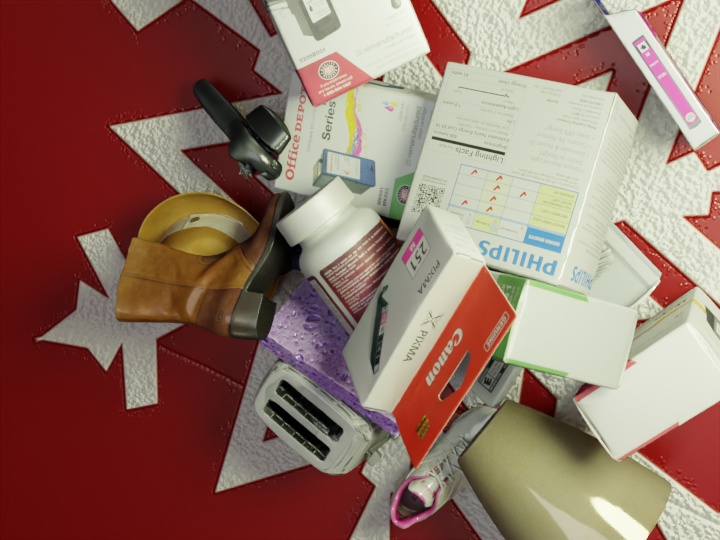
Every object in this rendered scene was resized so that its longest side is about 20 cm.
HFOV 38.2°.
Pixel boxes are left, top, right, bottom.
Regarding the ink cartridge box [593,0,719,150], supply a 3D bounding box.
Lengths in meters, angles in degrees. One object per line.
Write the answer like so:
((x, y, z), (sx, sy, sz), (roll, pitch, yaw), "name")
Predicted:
((0.313, -0.220, 1.103), (0.037, 0.095, 0.201), (-36, 87, 22), "ink cartridge box")

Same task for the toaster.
((-0.042, 0.155, 1.281), (0.200, 0.129, 0.114), (40, 120, 8), "toaster")

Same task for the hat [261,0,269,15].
((-0.047, -0.393, 1.241), (0.164, 0.177, 0.202), (-1, 122, -8), "hat")

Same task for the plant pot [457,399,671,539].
((0.215, 0.246, 1.183), (0.200, 0.187, 0.188), (41, 111, 9), "plant pot")

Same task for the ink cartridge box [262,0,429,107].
((-0.032, -0.301, 1.118), (0.144, 0.083, 0.201), (-25, 107, 3), "ink cartridge box")

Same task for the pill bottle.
((0.000, 0.000, 1.177), (0.109, 0.110, 0.201), (-34, 97, 22), "pill bottle")

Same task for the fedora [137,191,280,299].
((-0.203, -0.001, 1.319), (0.198, 0.082, 0.203), (7, 120, 12), "fedora")

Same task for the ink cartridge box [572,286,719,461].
((0.320, 0.106, 1.108), (0.147, 0.200, 0.086), (-39, 85, 22), "ink cartridge box")

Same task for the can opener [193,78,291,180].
((-0.147, -0.174, 1.265), (0.079, 0.064, 0.200), (-41, 46, -5), "can opener")

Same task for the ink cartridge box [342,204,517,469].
((0.060, 0.064, 1.033), (0.043, 0.174, 0.201), (17, 117, -25), "ink cartridge box")

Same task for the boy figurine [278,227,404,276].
((-0.011, -0.020, 1.276), (0.198, 0.064, 0.126), (5, 111, 23), "boy figurine")

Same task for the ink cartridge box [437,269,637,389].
((0.157, 0.050, 1.062), (0.145, 0.200, 0.085), (15, 91, -28), "ink cartridge box")

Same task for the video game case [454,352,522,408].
((0.143, 0.027, 1.223), (0.182, 0.023, 0.201), (41, 113, 30), "video game case")

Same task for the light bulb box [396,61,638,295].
((0.170, -0.097, 1.120), (0.197, 0.125, 0.202), (17, 90, 29), "light bulb box")

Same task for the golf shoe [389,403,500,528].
((0.108, 0.246, 1.273), (0.075, 0.091, 0.200), (42, 110, 8), "golf shoe")

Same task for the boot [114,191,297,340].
((-0.183, -0.015, 1.242), (0.198, 0.068, 0.190), (8, 78, 21), "boot")

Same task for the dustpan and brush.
((0.227, 0.031, 1.199), (0.140, 0.057, 0.200), (48, 122, 14), "dustpan and brush")

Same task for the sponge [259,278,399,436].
((-0.010, 0.098, 1.231), (0.199, 0.112, 0.030), (33, 141, 10), "sponge")

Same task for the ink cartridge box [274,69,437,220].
((0.009, -0.149, 1.233), (0.198, 0.087, 0.147), (17, 106, 19), "ink cartridge box")
